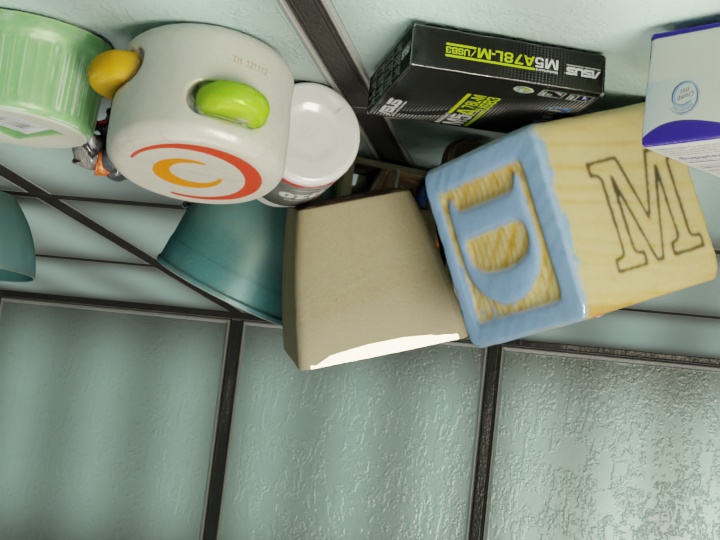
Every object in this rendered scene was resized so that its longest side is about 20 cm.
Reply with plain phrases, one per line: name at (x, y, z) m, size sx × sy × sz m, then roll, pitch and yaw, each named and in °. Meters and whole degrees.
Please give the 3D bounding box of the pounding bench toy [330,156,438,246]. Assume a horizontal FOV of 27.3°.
pounding bench toy at (0.022, -0.037, 1.952) m, size 0.154 × 0.202 × 0.124 m, roll 10°, pitch 170°, yaw -18°

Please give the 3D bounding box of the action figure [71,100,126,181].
action figure at (-0.236, -0.143, 1.680) m, size 0.191 × 0.106 × 0.200 m, roll -3°, pitch 175°, yaw -2°

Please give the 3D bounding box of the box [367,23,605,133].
box at (0.119, -0.182, 1.462) m, size 0.191 × 0.048 × 0.200 m, roll 5°, pitch 172°, yaw -12°

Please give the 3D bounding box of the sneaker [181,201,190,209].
sneaker at (-0.203, -0.119, 1.966) m, size 0.078 × 0.090 × 0.200 m, roll 3°, pitch 168°, yaw 18°

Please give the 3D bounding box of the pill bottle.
pill bottle at (-0.075, -0.135, 1.687) m, size 0.113 × 0.115 × 0.200 m, roll 8°, pitch 171°, yaw -12°

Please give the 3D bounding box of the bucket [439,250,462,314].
bucket at (0.194, -0.033, 1.885) m, size 0.133 × 0.210 × 0.207 m, roll 4°, pitch 172°, yaw -15°

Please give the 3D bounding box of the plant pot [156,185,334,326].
plant pot at (-0.132, -0.055, 1.896) m, size 0.198 × 0.189 × 0.200 m, roll 26°, pitch -177°, yaw -2°

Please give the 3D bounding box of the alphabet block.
alphabet block at (0.215, -0.048, 1.529) m, size 0.198 × 0.199 × 0.195 m, roll -14°, pitch 178°, yaw -34°

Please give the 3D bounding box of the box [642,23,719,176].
box at (0.378, -0.142, 1.288) m, size 0.199 × 0.106 × 0.183 m, roll 14°, pitch 169°, yaw -41°

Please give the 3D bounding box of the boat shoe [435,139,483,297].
boat shoe at (0.126, -0.054, 1.773) m, size 0.071 × 0.203 × 0.068 m, roll 4°, pitch 178°, yaw -18°

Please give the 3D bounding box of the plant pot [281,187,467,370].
plant pot at (0.000, 0.000, 1.755) m, size 0.198 × 0.179 × 0.200 m, roll -10°, pitch -174°, yaw -8°

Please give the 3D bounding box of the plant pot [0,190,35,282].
plant pot at (-0.636, -0.064, 2.483) m, size 0.198 × 0.136 × 0.200 m, roll 6°, pitch 171°, yaw 1°

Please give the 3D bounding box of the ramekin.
ramekin at (-0.364, -0.198, 1.562) m, size 0.197 × 0.099 × 0.200 m, roll 7°, pitch 171°, yaw 1°

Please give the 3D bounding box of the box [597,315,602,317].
box at (0.226, -0.046, 1.737) m, size 0.101 × 0.203 × 0.095 m, roll 7°, pitch 172°, yaw -16°

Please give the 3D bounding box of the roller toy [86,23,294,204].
roller toy at (-0.162, -0.162, 1.504) m, size 0.198 × 0.141 × 0.183 m, roll -1°, pitch 159°, yaw 19°
